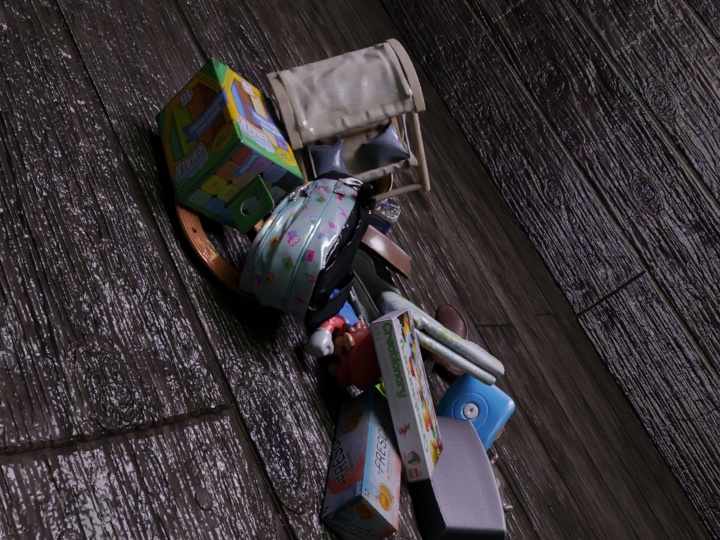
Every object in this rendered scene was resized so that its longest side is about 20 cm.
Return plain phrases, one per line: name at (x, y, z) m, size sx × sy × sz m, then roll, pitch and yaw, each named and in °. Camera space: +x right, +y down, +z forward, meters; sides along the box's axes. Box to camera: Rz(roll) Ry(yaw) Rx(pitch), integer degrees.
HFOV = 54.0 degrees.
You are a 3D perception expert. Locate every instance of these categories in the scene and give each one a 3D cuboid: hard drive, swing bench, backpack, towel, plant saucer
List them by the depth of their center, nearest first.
backpack at (-0.067, -0.023, 0.907) m, size 0.124 × 0.169 × 0.201 m, roll 18°, pitch 36°, yaw 8°
hard drive at (0.133, 0.295, 1.012) m, size 0.133 × 0.043 × 0.202 m, roll 13°, pitch 39°, yaw -23°
swing bench at (-0.014, -0.200, 1.025) m, size 0.131 × 0.196 × 0.202 m, roll -118°, pitch -167°, yaw -45°
towel at (0.124, 0.105, 1.141) m, size 0.198 × 0.049 × 0.171 m, roll 31°, pitch 0°, yaw -15°
plant saucer at (0.011, -0.054, 1.211) m, size 0.199 × 0.035 × 0.200 m, roll 34°, pitch -2°, yaw 1°

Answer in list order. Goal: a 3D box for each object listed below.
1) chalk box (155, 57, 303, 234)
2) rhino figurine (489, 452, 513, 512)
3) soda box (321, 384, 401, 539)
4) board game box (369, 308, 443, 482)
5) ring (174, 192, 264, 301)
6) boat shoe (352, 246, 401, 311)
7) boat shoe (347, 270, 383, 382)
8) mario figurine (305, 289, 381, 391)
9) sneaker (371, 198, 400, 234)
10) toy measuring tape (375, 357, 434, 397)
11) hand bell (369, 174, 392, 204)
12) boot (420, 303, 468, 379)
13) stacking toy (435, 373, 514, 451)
chalk box at (-0.167, -0.144, 0.915) m, size 0.123 × 0.124 × 0.202 m, roll 26°, pitch 33°, yaw -50°
rhino figurine at (0.198, 0.346, 1.116) m, size 0.088 × 0.059 × 0.199 m, roll 58°, pitch 22°, yaw 6°
soda box at (0.007, 0.236, 0.865) m, size 0.069 × 0.063 × 0.201 m, roll 48°, pitch 21°, yaw -18°
board game box at (0.063, 0.157, 0.929) m, size 0.126 × 0.034 × 0.204 m, roll -14°, pitch 90°, yaw -76°
ring at (-0.174, -0.043, 0.948) m, size 0.200 × 0.019 × 0.202 m, roll 46°, pitch 24°, yaw -26°
boat shoe at (0.000, 0.000, 1.192) m, size 0.201 × 0.071 × 0.061 m, roll 46°, pitch 17°, yaw -45°
boat shoe at (0.014, 0.089, 1.100) m, size 0.201 × 0.060 × 0.076 m, roll 54°, pitch 21°, yaw -4°
mario figurine at (-0.040, 0.091, 0.998) m, size 0.121 × 0.107 × 0.201 m, roll -11°, pitch 49°, yaw -28°
sneaker at (-0.015, -0.136, 1.364) m, size 0.078 × 0.090 × 0.200 m, roll -17°, pitch 54°, yaw -44°
toy measuring tape at (0.079, 0.181, 1.059) m, size 0.199 × 0.073 × 0.074 m, roll -16°, pitch 72°, yaw -54°
hand bell at (-0.002, -0.123, 1.230) m, size 0.105 × 0.103 × 0.200 m, roll 59°, pitch -9°, yaw 12°
boot at (0.129, 0.105, 1.332) m, size 0.199 × 0.064 × 0.188 m, roll 30°, pitch 31°, yaw -39°
stacking toy at (0.209, 0.264, 1.227) m, size 0.109 × 0.117 × 0.200 m, roll 33°, pitch -7°, yaw 29°
